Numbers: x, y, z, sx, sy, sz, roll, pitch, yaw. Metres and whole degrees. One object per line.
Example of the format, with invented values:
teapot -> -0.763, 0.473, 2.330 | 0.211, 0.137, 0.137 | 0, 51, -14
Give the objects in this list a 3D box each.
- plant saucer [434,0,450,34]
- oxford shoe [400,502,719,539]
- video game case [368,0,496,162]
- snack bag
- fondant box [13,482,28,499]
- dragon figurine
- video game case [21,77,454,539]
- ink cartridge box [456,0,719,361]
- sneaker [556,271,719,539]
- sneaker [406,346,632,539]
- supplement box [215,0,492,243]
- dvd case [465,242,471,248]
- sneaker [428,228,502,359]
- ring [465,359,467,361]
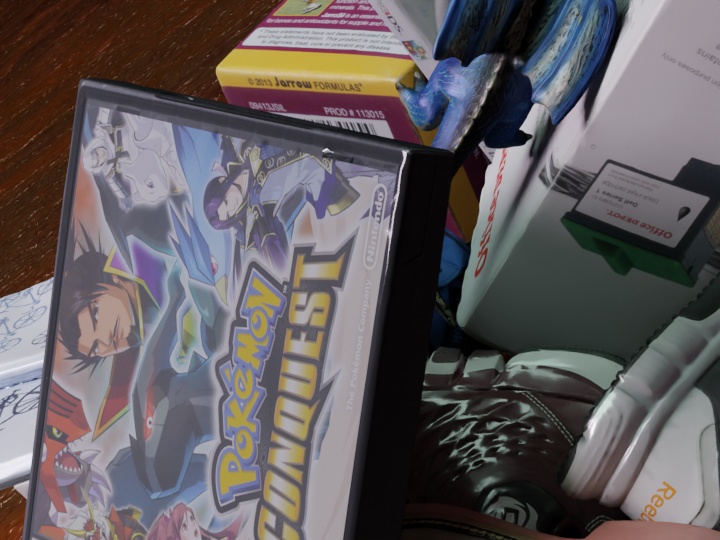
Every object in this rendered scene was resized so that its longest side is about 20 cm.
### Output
plant saucer -> 0.123, -0.144, 0.812 | 0.200, 0.200, 0.050 | -36, 44, 16
oxford shoe -> 0.035, 0.123, 0.599 | 0.199, 0.071, 0.074 | -10, 25, 33
video game case -> 0.099, -0.150, 0.889 | 0.024, 0.182, 0.200 | 2, 49, 54
snack bag -> -0.135, 0.040, 0.836 | 0.187, 0.022, 0.200 | -20, 23, 28
fondant box -> -0.083, 0.048, 1.008 | 0.144, 0.058, 0.201 | -19, 33, 43
dragon figurine -> 0.057, -0.086, 0.687 | 0.201, 0.058, 0.099 | -66, 6, -13
video game case -> -0.051, 0.045, 0.639 | 0.180, 0.025, 0.202 | 16, 101, 46
ink cartridge box -> 0.122, -0.069, 0.734 | 0.147, 0.084, 0.201 | -72, 9, -54
sneaker -> 0.150, 0.033, 0.651 | 0.200, 0.080, 0.074 | -43, -19, -35
sneaker -> 0.011, 0.088, 0.704 | 0.198, 0.076, 0.116 | -3, 48, 23
supplement box -> 0.043, -0.119, 0.969 | 0.130, 0.104, 0.200 | 9, 47, 43
dvd case -> -0.046, 0.035, 0.907 | 0.198, 0.018, 0.143 | 3, 44, 26
sneaker -> 0.000, 0.000, 0.752 | 0.078, 0.200, 0.066 | 26, 94, 34
ring -> -0.046, 0.062, 0.827 | 0.198, 0.019, 0.201 | -6, 35, 4
